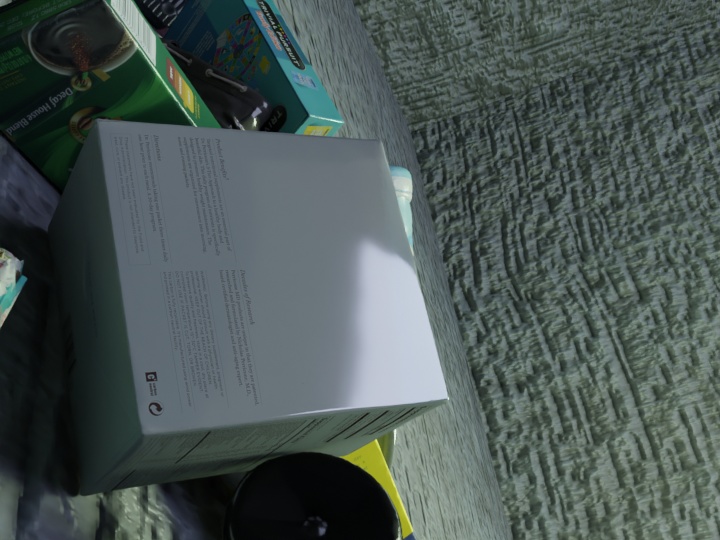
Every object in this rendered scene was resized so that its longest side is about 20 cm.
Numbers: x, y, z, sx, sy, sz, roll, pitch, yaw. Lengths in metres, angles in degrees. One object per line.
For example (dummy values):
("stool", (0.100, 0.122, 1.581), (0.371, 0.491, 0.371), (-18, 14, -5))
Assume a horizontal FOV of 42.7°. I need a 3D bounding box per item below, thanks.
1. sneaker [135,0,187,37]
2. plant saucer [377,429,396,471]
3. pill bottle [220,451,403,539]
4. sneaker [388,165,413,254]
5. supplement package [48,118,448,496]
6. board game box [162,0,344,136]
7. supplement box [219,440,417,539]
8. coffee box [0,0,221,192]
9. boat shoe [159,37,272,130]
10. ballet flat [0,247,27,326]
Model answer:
("sneaker", (-0.185, -0.242, 0.966), (0.200, 0.082, 0.070), (49, 57, -3))
("plant saucer", (-0.033, 0.165, 0.925), (0.050, 0.200, 0.201), (9, 50, -26))
("pill bottle", (-0.046, 0.222, 0.616), (0.112, 0.111, 0.201), (-97, -163, -47))
("sneaker", (0.000, 0.000, 0.760), (0.200, 0.079, 0.132), (110, -22, -79))
("supplement package", (-0.081, 0.026, 0.605), (0.198, 0.147, 0.193), (-1, 66, -31))
("board game box", (-0.115, -0.160, 0.846), (0.047, 0.151, 0.201), (1, 53, -49))
("supplement box", (-0.052, 0.159, 0.766), (0.109, 0.109, 0.201), (9, -57, 59))
("coffee box", (-0.178, -0.108, 0.650), (0.200, 0.122, 0.044), (60, 14, -53))
("boat shoe", (-0.151, -0.165, 0.814), (0.200, 0.057, 0.067), (41, -16, 33))
("ballet flat", (-0.210, 0.049, 0.422), (0.064, 0.076, 0.201), (32, 24, -22))
